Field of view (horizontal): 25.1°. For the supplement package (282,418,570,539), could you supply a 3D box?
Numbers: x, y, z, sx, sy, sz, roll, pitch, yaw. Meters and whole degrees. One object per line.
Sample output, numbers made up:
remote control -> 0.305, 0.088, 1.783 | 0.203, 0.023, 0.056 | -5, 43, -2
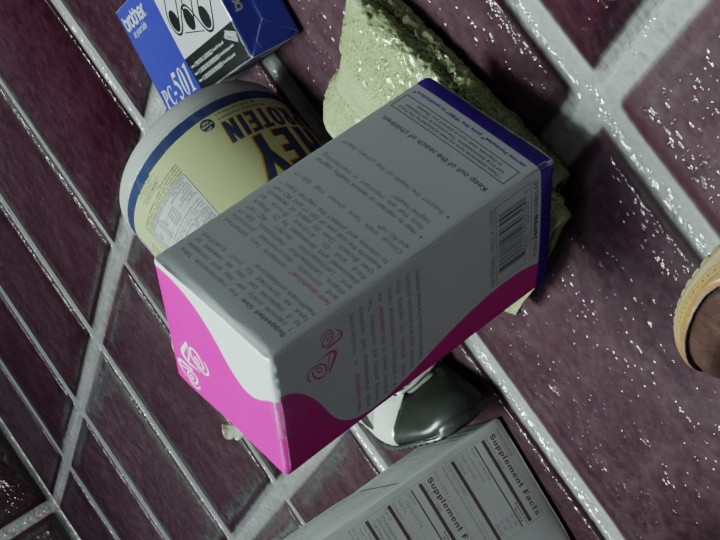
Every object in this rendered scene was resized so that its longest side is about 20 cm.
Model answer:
supplement package -> 0.031, 0.208, 1.168 | 0.110, 0.200, 0.114 | 59, 158, -1

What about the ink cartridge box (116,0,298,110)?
ink cartridge box -> -0.116, -0.181, 1.180 | 0.094, 0.044, 0.200 | 62, 158, -4

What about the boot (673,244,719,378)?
boot -> 0.228, 0.041, 0.716 | 0.167, 0.072, 0.200 | 52, 153, 20

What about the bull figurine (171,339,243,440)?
bull figurine -> -0.082, 0.061, 1.341 | 0.065, 0.121, 0.201 | -93, -15, -50

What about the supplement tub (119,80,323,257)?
supplement tub -> -0.060, -0.021, 1.137 | 0.200, 0.145, 0.145 | 47, 155, 25

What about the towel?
towel -> 0.048, -0.072, 0.991 | 0.200, 0.036, 0.149 | 50, 155, 19

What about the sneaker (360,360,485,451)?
sneaker -> 0.014, 0.071, 1.195 | 0.200, 0.074, 0.089 | 15, 134, 58

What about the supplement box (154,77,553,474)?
supplement box -> 0.000, 0.000, 0.883 | 0.103, 0.200, 0.101 | 37, 149, 31
